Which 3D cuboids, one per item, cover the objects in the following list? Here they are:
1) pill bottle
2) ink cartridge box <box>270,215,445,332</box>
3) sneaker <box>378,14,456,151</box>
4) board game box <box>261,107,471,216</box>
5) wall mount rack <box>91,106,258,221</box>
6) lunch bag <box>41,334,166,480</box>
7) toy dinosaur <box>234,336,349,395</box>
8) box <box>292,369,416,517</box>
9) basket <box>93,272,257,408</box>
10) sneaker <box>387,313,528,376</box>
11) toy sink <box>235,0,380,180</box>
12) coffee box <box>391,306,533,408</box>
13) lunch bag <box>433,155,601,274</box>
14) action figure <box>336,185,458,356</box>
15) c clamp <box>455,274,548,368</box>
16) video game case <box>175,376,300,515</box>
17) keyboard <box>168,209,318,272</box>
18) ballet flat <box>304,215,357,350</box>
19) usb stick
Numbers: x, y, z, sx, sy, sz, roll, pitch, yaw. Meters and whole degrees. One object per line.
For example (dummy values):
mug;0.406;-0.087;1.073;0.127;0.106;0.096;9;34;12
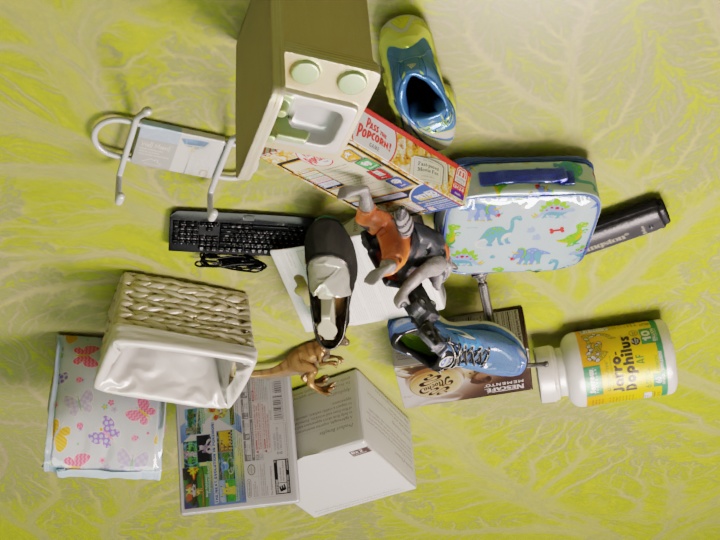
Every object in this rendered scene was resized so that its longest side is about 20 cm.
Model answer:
pill bottle;0.362;0.142;1.673;0.198;0.114;0.113;-8;143;6
ink cartridge box;0.000;0.000;1.483;0.198;0.050;0.163;-9;133;14
sneaker;0.065;-0.176;1.221;0.075;0.106;0.200;-16;142;11
board game box;0.005;-0.121;1.290;0.199;0.047;0.151;27;158;-35
wall mount rack;-0.202;-0.134;1.273;0.198;0.075;0.174;9;140;-20
lunch bag;-0.362;0.205;1.603;0.168;0.201;0.128;3;143;-11
toy dinosaur;-0.091;0.142;1.685;0.199;0.061;0.107;-28;114;20
box;-0.041;0.282;1.799;0.197;0.132;0.200;-19;141;20
basket;-0.253;0.095;1.532;0.198;0.124;0.136;10;141;-21
sneaker;0.129;0.111;1.518;0.198;0.089;0.079;14;119;2
toy sink;-0.054;-0.192;1.108;0.111;0.201;0.131;9;141;-18
coffee box;0.151;0.130;1.659;0.198;0.080;0.113;-8;141;5
lunch bag;0.194;-0.072;1.395;0.198;0.083;0.161;-3;144;-3
action figure;0.063;-0.008;1.306;0.104;0.201;0.193;-40;155;17
c clamp;0.155;0.063;1.556;0.169;0.027;0.201;-13;114;15
video game case;-0.188;0.261;1.701;0.180;0.202;0.022;-7;163;3
keyboard;-0.148;-0.029;1.449;0.198;0.040;0.104;3;142;-9
ballet flat;-0.036;0.025;1.427;0.067;0.069;0.201;0;134;4
usb stick;0.309;-0.045;1.485;0.199;0.033;0.055;-20;140;19
